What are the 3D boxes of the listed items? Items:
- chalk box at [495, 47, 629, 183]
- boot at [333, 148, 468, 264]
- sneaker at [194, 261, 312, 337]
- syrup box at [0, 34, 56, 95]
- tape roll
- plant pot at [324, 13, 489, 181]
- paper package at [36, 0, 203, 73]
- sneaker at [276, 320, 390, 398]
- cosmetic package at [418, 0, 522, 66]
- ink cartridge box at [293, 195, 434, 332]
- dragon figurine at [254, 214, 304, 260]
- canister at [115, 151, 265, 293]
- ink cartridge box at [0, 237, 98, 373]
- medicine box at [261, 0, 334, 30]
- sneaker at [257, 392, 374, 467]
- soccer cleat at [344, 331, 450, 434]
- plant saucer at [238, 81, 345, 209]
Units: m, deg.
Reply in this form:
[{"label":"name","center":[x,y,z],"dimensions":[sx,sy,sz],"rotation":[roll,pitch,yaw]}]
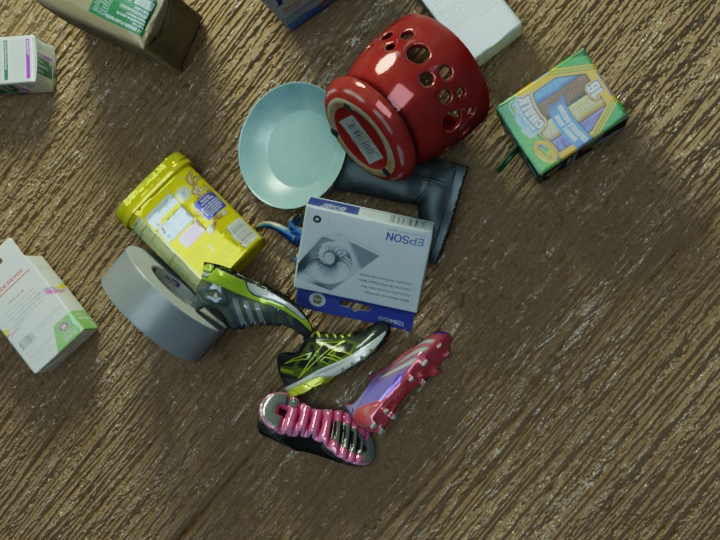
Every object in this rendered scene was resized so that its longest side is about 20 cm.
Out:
[{"label":"chalk box","center":[0.282,-0.216,1.664],"dimensions":[0.199,0.125,0.125],"rotation":[-32,84,6]},{"label":"boot","center":[0.050,-0.114,1.730],"dimensions":[0.198,0.066,0.166],"rotation":[17,84,7]},{"label":"sneaker","center":[-0.166,0.060,1.711],"dimensions":[0.199,0.074,0.081],"rotation":[27,94,-11]},{"label":"syrup box","center":[-0.615,-0.337,1.847],"dimensions":[0.198,0.079,0.082],"rotation":[-1,88,10]},{"label":"tape roll","center":[-0.304,0.051,1.721],"dimensions":[0.200,0.200,0.066],"rotation":[42,95,8]},{"label":"plant pot","center":[0.063,-0.246,1.636],"dimensions":[0.200,0.201,0.182],"rotation":[44,67,8]},{"label":"paper package","center":[-0.375,-0.409,1.750],"dimensions":[0.199,0.191,0.104],"rotation":[25,93,8]},{"label":"sneaker","center":[-0.047,0.124,1.737],"dimensions":[0.199,0.074,0.085],"rotation":[-31,85,8]},{"label":"cosmetic package","center":[0.152,-0.421,1.718],"dimensions":[0.101,0.071,0.201],"rotation":[-36,83,7]},{"label":"ink cartridge box","center":[0.000,0.000,1.695],"dimensions":[0.198,0.041,0.201],"rotation":[11,120,4]},{"label":"dragon figurine","center":[-0.076,-0.038,1.755],"dimensions":[0.198,0.059,0.100],"rotation":[-2,88,9]},{"label":"canister","center":[-0.269,-0.067,1.771],"dimensions":[0.200,0.087,0.149],"rotation":[44,85,6]},{"label":"ink cartridge box","center":[-0.543,0.056,1.830],"dimensions":[0.117,0.067,0.200],"rotation":[-40,84,7]},{"label":"medicine box","center":[-0.082,-0.480,1.695],"dimensions":[0.181,0.200,0.103],"rotation":[-33,83,8]},{"label":"sneaker","center":[-0.074,0.260,1.748],"dimensions":[0.199,0.096,0.079],"rotation":[25,52,-7]},{"label":"soccer cleat","center":[0.059,0.163,1.724],"dimensions":[0.200,0.067,0.076],"rotation":[-50,55,-3]},{"label":"plant saucer","center":[-0.101,-0.195,1.758],"dimensions":[0.199,0.039,0.203],"rotation":[-3,84,28]}]
